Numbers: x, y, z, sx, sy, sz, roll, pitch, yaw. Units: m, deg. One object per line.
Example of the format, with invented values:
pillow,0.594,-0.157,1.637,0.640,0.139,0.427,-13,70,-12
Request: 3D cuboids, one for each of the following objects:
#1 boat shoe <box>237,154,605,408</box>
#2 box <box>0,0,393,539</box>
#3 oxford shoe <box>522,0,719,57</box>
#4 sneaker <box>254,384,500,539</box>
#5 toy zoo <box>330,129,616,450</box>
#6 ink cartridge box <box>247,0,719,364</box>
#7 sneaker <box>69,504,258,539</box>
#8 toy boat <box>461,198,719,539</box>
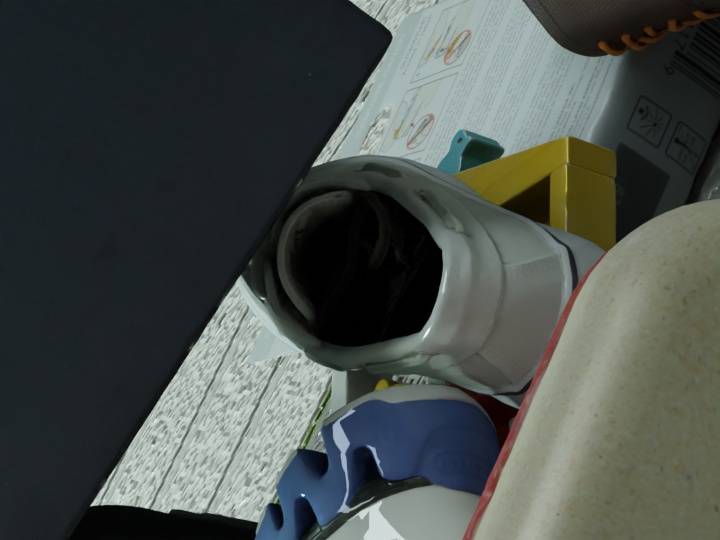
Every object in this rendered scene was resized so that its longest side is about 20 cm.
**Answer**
boat shoe,0.000,0.000,0.904,0.200,0.066,0.072,26,98,61
box,-0.100,-0.001,0.880,0.200,0.104,0.182,-58,5,-12
oxford shoe,0.101,-0.099,0.934,0.200,0.071,0.073,23,110,39
sneaker,-0.009,0.140,0.835,0.200,0.080,0.115,-60,34,25
toy zoo,0.032,0.046,0.913,0.131,0.020,0.200,-32,48,50
ink cartridge box,0.052,-0.036,1.046,0.200,0.057,0.163,-24,39,63
sneaker,-0.052,0.122,0.949,0.200,0.074,0.089,33,-111,-76
toy boat,0.086,0.091,0.691,0.131,0.130,0.200,91,-158,-65
